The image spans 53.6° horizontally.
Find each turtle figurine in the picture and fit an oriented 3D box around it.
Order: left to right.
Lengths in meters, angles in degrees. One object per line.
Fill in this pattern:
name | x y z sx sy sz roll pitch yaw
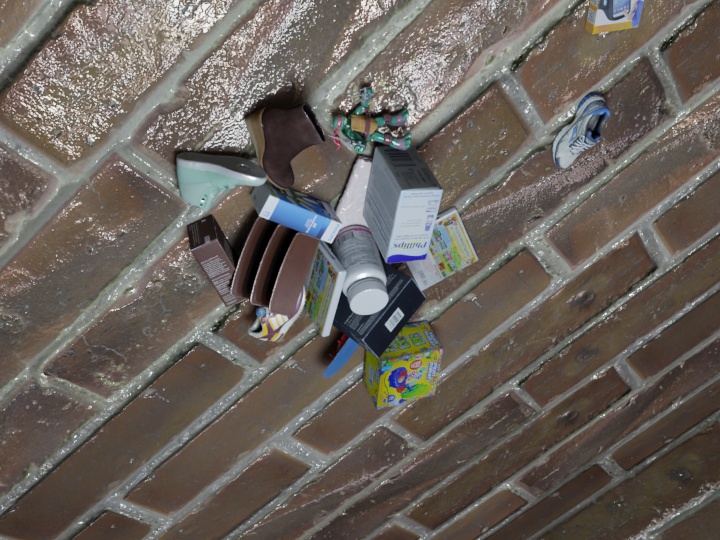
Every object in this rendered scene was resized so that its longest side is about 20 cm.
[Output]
turtle figurine | 0.013 -0.324 1.578 0.198 0.100 0.152 4 86 -24

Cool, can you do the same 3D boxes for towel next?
towel | 0.043 -0.177 1.749 0.189 0.032 0.201 7 125 -26

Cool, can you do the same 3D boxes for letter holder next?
letter holder | -0.205 -0.010 1.678 0.141 0.100 0.202 16 97 -49

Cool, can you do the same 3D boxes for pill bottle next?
pill bottle | 0.000 0.000 1.734 0.112 0.202 0.114 -9 141 -7

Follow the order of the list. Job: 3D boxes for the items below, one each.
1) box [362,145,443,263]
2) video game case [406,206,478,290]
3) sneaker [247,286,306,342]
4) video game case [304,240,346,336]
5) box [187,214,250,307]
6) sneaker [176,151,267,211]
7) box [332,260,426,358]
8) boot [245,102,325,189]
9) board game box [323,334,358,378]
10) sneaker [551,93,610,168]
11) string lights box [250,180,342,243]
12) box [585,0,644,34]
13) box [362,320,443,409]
box | 0.093 -0.153 1.642 0.104 0.185 0.202 -4 131 -19
video game case | 0.206 -0.055 1.913 0.181 0.023 0.201 -28 131 4
sneaker | -0.210 0.100 1.787 0.089 0.075 0.201 12 122 -34
video game case | -0.104 0.027 1.753 0.023 0.182 0.202 -7 131 -31
box | -0.335 -0.020 1.695 0.074 0.101 0.201 -22 131 -1
sneaker | -0.304 -0.186 1.568 0.198 0.074 0.119 10 123 0
box | 0.029 0.083 1.808 0.201 0.181 0.104 -50 139 -9
boot | -0.147 -0.262 1.536 0.165 0.073 0.201 -1 132 31
board game box | -0.049 0.213 1.995 0.201 0.039 0.158 -55 164 16
sneaker | 0.547 -0.333 1.766 0.076 0.086 0.201 7 126 -24
string lights box | -0.149 -0.140 1.660 0.198 0.103 0.059 19 113 -32
box | 0.570 -0.629 1.564 0.117 0.042 0.202 -12 133 -10
box | 0.120 0.274 2.076 0.190 0.122 0.202 -11 131 -18
